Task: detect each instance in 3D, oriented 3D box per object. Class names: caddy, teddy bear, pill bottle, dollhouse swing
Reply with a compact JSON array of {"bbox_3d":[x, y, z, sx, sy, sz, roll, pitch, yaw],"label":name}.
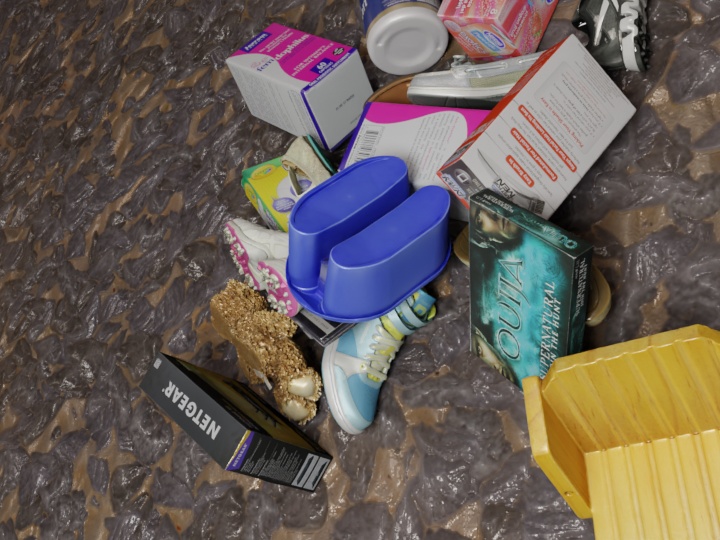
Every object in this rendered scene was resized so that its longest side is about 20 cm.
[{"bbox_3d":[0.010,-0.030,0.857,0.199,0.106,0.141,-34,56,-28],"label":"caddy"},{"bbox_3d":[-0.110,0.099,1.000,0.066,0.146,0.199,-29,45,-28],"label":"teddy bear"},{"bbox_3d":[0.052,-0.379,1.096,0.110,0.111,0.202,-24,56,26],"label":"pill bottle"},{"bbox_3d":[0.252,0.181,0.652,0.198,0.182,0.177,-18,39,29],"label":"dollhouse swing"}]

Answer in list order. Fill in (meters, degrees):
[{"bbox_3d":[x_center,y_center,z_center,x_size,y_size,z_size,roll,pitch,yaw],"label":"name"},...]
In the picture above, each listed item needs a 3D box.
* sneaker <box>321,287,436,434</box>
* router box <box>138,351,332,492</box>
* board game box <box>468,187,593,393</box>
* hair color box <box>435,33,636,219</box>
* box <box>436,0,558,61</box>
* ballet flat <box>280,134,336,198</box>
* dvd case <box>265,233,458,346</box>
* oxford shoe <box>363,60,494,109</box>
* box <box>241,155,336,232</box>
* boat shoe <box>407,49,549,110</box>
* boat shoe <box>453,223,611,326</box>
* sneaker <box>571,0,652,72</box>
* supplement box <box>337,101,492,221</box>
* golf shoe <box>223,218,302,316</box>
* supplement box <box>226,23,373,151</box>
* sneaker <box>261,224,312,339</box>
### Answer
[{"bbox_3d":[0.027,0.082,0.921,0.129,0.079,0.203,-16,61,33],"label":"sneaker"},{"bbox_3d":[-0.151,0.181,0.958,0.199,0.157,0.053,29,88,41],"label":"router box"},{"bbox_3d":[0.159,0.034,0.780,0.028,0.202,0.135,-27,41,-26],"label":"board game box"},{"bbox_3d":[0.185,-0.135,0.833,0.200,0.111,0.064,-47,10,-20],"label":"hair color box"},{"bbox_3d":[0.192,-0.371,0.993,0.094,0.102,0.202,19,80,41],"label":"box"},{"bbox_3d":[-0.046,-0.098,1.007,0.062,0.067,0.201,-39,45,4],"label":"ballet flat"},{"bbox_3d":[0.000,0.000,0.936,0.199,0.016,0.148,-35,33,-17],"label":"dvd case"},{"bbox_3d":[0.086,-0.209,1.020,0.198,0.071,0.072,-8,68,33],"label":"oxford shoe"},{"bbox_3d":[-0.078,-0.098,1.072,0.116,0.049,0.200,-23,46,-18],"label":"box"},{"bbox_3d":[0.154,-0.223,0.929,0.199,0.074,0.066,-3,83,9],"label":"boat shoe"},{"bbox_3d":[0.186,0.006,0.842,0.074,0.066,0.200,-50,44,-4],"label":"boat shoe"},{"bbox_3d":[0.286,-0.315,0.916,0.090,0.066,0.203,-4,69,34],"label":"sneaker"},{"bbox_3d":[0.088,-0.129,0.957,0.199,0.103,0.102,15,78,42],"label":"supplement box"},{"bbox_3d":[-0.096,-0.016,0.953,0.091,0.076,0.200,-28,39,-20],"label":"golf shoe"},{"bbox_3d":[-0.084,-0.262,1.127,0.101,0.104,0.199,-43,44,-18],"label":"supplement box"},{"bbox_3d":[-0.082,0.002,1.054,0.077,0.078,0.200,-38,53,0],"label":"sneaker"}]
